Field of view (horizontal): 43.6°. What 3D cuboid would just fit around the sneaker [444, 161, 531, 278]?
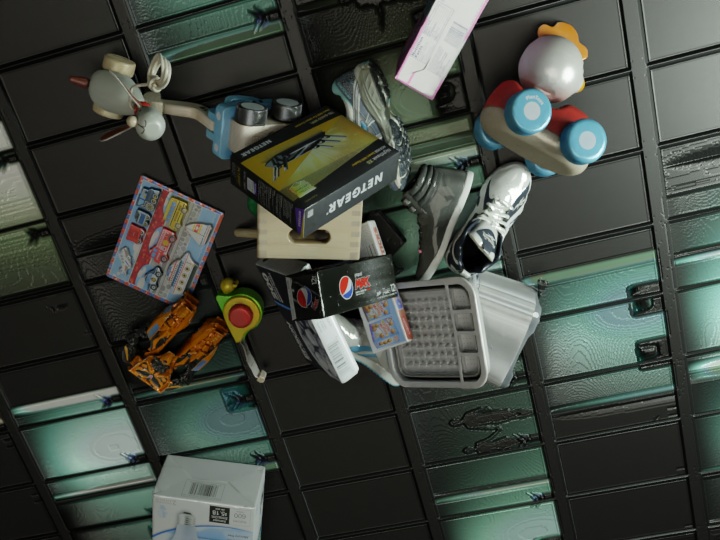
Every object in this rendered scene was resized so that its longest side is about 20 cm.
[{"bbox_3d":[0.203,-0.070,1.389,0.079,0.130,0.200,38,103,-12],"label":"sneaker"}]

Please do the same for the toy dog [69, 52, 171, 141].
[{"bbox_3d":[-0.364,-0.257,1.330,0.095,0.198,0.135,1,98,-37],"label":"toy dog"}]

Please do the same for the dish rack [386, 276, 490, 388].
[{"bbox_3d":[0.122,0.097,1.436,0.197,0.043,0.176,-6,97,42],"label":"dish rack"}]

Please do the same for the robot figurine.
[{"bbox_3d":[-0.328,0.134,1.573,0.144,0.059,0.200,39,112,-19],"label":"robot figurine"}]

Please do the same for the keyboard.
[{"bbox_3d":[0.000,0.000,1.508,0.104,0.040,0.200,48,113,8],"label":"keyboard"}]

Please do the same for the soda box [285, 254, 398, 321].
[{"bbox_3d":[-0.025,0.023,1.353,0.062,0.199,0.072,-7,94,35],"label":"soda box"}]

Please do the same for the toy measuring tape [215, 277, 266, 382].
[{"bbox_3d":[-0.184,0.098,1.543,0.072,0.074,0.203,-17,112,12],"label":"toy measuring tape"}]

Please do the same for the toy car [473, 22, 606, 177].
[{"bbox_3d":[0.283,-0.260,1.307,0.174,0.184,0.203,25,86,-8],"label":"toy car"}]

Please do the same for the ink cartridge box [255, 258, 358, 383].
[{"bbox_3d":[-0.097,0.068,1.457,0.043,0.199,0.201,-32,112,-18],"label":"ink cartridge box"}]

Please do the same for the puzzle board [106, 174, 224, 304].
[{"bbox_3d":[-0.331,-0.042,1.518,0.148,0.017,0.202,24,115,-6],"label":"puzzle board"}]

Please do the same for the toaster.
[{"bbox_3d":[0.213,0.085,1.479,0.127,0.114,0.203,19,117,-2],"label":"toaster"}]

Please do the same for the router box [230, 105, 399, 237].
[{"bbox_3d":[-0.065,-0.148,1.296,0.156,0.199,0.053,35,140,27],"label":"router box"}]

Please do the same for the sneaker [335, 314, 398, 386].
[{"bbox_3d":[0.015,0.114,1.521,0.199,0.077,0.081,35,99,-32],"label":"sneaker"}]

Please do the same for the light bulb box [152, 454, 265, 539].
[{"bbox_3d":[-0.285,0.474,1.695,0.194,0.125,0.204,6,115,1],"label":"light bulb box"}]

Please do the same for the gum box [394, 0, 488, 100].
[{"bbox_3d":[0.118,-0.349,1.282,0.065,0.114,0.202,27,114,-8],"label":"gum box"}]

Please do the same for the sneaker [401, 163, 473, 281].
[{"bbox_3d":[0.101,-0.079,1.438,0.097,0.071,0.203,19,109,-3],"label":"sneaker"}]

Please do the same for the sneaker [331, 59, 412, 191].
[{"bbox_3d":[0.018,-0.216,1.386,0.085,0.078,0.203,-13,107,24],"label":"sneaker"}]

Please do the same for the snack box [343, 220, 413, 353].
[{"bbox_3d":[0.021,0.027,1.459,0.071,0.024,0.204,-20,86,31],"label":"snack box"}]

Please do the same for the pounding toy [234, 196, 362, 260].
[{"bbox_3d":[-0.103,-0.084,1.402,0.195,0.185,0.145,1,115,-5],"label":"pounding toy"}]

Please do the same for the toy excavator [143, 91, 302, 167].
[{"bbox_3d":[-0.213,-0.227,1.382,0.192,0.199,0.102,-13,123,-38],"label":"toy excavator"}]
